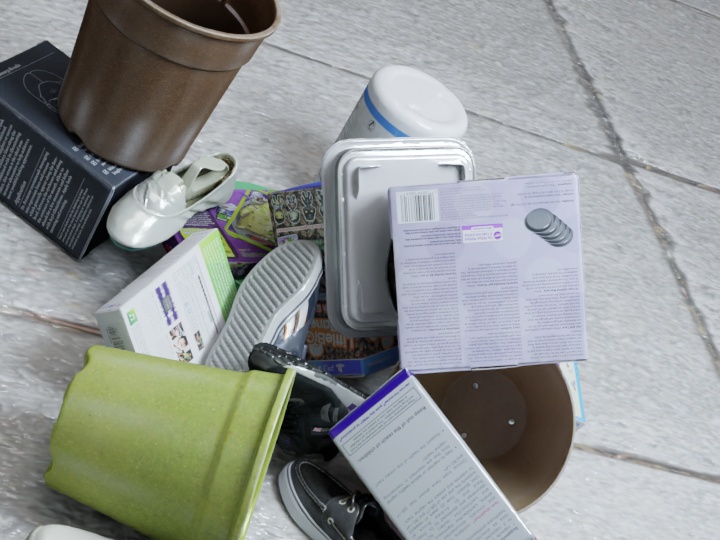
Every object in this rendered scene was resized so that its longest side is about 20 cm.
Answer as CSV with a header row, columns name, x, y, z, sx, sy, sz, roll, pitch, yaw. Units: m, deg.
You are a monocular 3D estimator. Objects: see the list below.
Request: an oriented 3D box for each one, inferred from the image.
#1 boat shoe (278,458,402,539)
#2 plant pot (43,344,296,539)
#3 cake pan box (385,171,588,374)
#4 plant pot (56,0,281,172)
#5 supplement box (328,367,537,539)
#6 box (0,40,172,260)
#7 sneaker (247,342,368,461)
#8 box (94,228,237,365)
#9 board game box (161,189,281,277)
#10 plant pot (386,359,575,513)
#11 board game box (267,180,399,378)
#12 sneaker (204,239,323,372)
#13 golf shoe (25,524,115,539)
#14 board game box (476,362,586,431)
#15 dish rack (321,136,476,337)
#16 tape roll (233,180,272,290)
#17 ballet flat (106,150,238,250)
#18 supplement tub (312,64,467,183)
name,x,y,z,sx,sy,sz,roll,pitch,yaw
boat shoe,-0.001,0.246,1.511,0.069,0.067,0.201,-8,51,-45
plant pot,-0.172,0.155,1.397,0.182,0.202,0.201,18,33,0
cake pan box,0.122,0.003,1.557,0.197,0.187,0.052,-5,1,4
plant pot,-0.210,-0.224,1.633,0.198,0.199,0.201,21,34,-15
supplement box,0.072,0.209,1.520,0.201,0.103,0.101,51,-2,18
box,-0.320,-0.132,1.702,0.199,0.108,0.148,38,33,7
sneaker,-0.056,0.137,1.532,0.075,0.088,0.200,24,-7,32
box,-0.176,0.063,1.556,0.200,0.036,0.146,-44,122,-56
board game box,-0.133,-0.042,1.727,0.198,0.032,0.121,-1,48,-40
plant pot,0.124,0.153,1.654,0.199,0.201,0.134,36,2,7
board game box,0.000,0.000,1.706,0.159,0.096,0.203,-17,100,-50
sneaker,-0.090,0.061,1.595,0.078,0.080,0.201,7,50,31
golf shoe,-0.183,0.250,1.327,0.198,0.098,0.079,26,35,-7
board game box,0.192,0.086,1.865,0.133,0.034,0.202,20,47,-26
dish rack,0.048,-0.034,1.613,0.169,0.203,0.043,-3,4,-19
tape roll,-0.112,-0.017,1.781,0.198,0.048,0.202,21,35,-16
ballet flat,-0.192,-0.083,1.648,0.069,0.070,0.200,39,33,12
supplement tub,0.031,-0.133,1.910,0.131,0.201,0.133,21,34,-15
